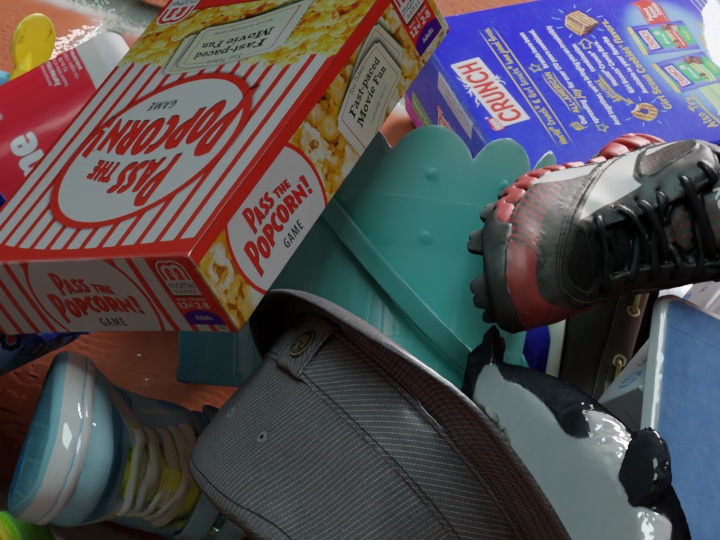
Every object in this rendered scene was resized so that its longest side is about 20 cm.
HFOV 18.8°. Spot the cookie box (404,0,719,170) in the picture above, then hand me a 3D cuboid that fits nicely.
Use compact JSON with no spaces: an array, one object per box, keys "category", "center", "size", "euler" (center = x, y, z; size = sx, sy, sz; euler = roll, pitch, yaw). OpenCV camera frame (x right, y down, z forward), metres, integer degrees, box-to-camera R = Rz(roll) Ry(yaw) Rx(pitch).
[{"category":"cookie box","center":[0.148,-0.097,1.344],"size":[0.199,0.075,0.171],"euler":[-11,43,-16]}]

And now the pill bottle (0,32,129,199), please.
[{"category":"pill bottle","center":[-0.197,-0.040,1.202],"size":[0.199,0.112,0.112],"euler":[-28,47,-4]}]

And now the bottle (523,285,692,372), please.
[{"category":"bottle","center":[0.127,0.028,1.208],"size":[0.199,0.065,0.084],"euler":[21,50,19]}]

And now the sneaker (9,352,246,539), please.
[{"category":"sneaker","center":[-0.096,0.093,1.037],"size":[0.130,0.080,0.200],"euler":[19,1,-6]}]

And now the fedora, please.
[{"category":"fedora","center":[-0.004,0.099,0.904],"size":[0.090,0.177,0.200],"euler":[-40,36,-15]}]

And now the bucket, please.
[{"category":"bucket","center":[0.000,0.000,1.117],"size":[0.206,0.136,0.207],"euler":[5,-3,0]}]

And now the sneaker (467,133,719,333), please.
[{"category":"sneaker","center":[0.130,-0.021,1.048],"size":[0.098,0.071,0.200],"euler":[1,16,37]}]

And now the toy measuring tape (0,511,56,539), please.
[{"category":"toy measuring tape","center":[-0.156,0.172,1.019],"size":[0.073,0.074,0.200],"euler":[-20,46,-24]}]

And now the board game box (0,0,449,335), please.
[{"category":"board game box","center":[-0.069,-0.056,0.981],"size":[0.151,0.046,0.200],"euler":[-3,42,40]}]

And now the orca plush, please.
[{"category":"orca plush","center":[0.106,0.111,0.977],"size":[0.071,0.106,0.200],"euler":[24,8,-35]}]

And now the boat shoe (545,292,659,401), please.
[{"category":"boat shoe","center":[0.123,0.076,1.112],"size":[0.059,0.072,0.201],"euler":[0,62,13]}]

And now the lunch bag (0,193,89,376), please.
[{"category":"lunch bag","center":[-0.222,0.035,1.100],"size":[0.150,0.200,0.094],"euler":[-21,78,1]}]

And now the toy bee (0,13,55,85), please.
[{"category":"toy bee","center":[-0.235,-0.086,1.283],"size":[0.199,0.109,0.132],"euler":[-1,82,7]}]

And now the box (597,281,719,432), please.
[{"category":"box","center":[0.225,0.068,1.125],"size":[0.156,0.041,0.200],"euler":[51,49,-7]}]

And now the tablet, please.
[{"category":"tablet","center":[0.217,0.102,1.068],"size":[0.199,0.014,0.131],"euler":[24,59,-25]}]
